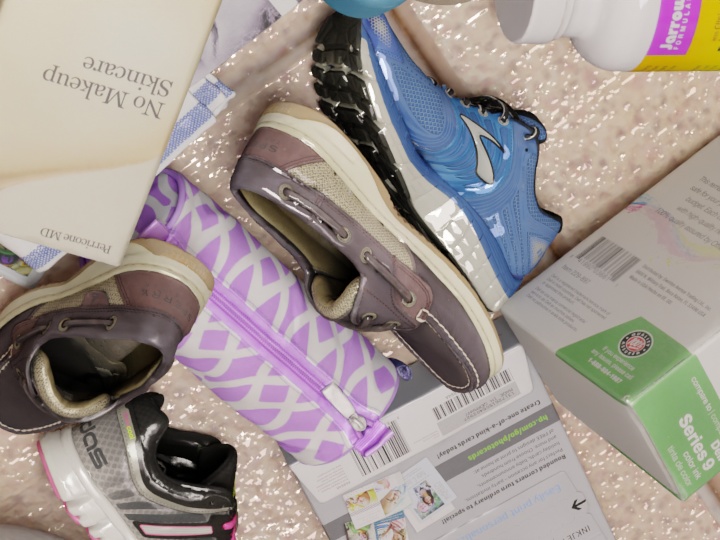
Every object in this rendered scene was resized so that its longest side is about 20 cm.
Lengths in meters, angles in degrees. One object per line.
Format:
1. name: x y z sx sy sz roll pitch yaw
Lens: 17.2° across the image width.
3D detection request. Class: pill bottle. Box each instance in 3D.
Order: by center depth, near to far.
1. pill bottle: 0.176 -0.158 1.271 0.199 0.104 0.105 -2 116 -15

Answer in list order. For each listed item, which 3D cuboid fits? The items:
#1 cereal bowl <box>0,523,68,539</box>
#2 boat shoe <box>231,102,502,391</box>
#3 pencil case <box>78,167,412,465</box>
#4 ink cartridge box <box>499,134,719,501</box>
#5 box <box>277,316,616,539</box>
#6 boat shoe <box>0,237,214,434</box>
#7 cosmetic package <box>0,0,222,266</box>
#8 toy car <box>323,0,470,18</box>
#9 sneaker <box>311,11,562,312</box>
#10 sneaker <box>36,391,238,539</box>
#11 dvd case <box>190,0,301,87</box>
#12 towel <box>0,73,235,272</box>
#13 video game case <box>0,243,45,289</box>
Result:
1. cereal bowl: -0.212 0.223 1.352 0.199 0.083 0.201 -4 120 -6
2. boat shoe: 0.000 0.000 1.274 0.065 0.072 0.200 -51 119 -24
3. pencil case: -0.064 0.030 1.306 0.084 0.086 0.200 -46 118 6
4. ink cartridge box: 0.202 0.013 1.319 0.200 0.145 0.088 -39 122 -8
5. box: 0.060 0.146 1.424 0.156 0.041 0.200 -28 119 -1
6. boat shoe: -0.150 0.047 1.249 0.072 0.065 0.200 38 139 -21
7. cosmetic package: -0.132 -0.114 1.149 0.103 0.073 0.200 15 113 -17
8. toy car: 0.043 -0.253 1.171 0.177 0.184 0.200 43 67 -15
9. sneaker: 0.046 -0.074 1.302 0.089 0.079 0.200 -42 123 -10
10. sneaker: -0.093 0.145 1.360 0.087 0.074 0.200 -36 115 10
11. dvd case: -0.147 -0.133 1.188 0.200 0.016 0.149 -37 118 7
12. towel: -0.180 -0.105 1.217 0.147 0.024 0.200 -42 118 9
13. video game case: -0.210 -0.106 1.234 0.200 0.023 0.182 27 105 -26
